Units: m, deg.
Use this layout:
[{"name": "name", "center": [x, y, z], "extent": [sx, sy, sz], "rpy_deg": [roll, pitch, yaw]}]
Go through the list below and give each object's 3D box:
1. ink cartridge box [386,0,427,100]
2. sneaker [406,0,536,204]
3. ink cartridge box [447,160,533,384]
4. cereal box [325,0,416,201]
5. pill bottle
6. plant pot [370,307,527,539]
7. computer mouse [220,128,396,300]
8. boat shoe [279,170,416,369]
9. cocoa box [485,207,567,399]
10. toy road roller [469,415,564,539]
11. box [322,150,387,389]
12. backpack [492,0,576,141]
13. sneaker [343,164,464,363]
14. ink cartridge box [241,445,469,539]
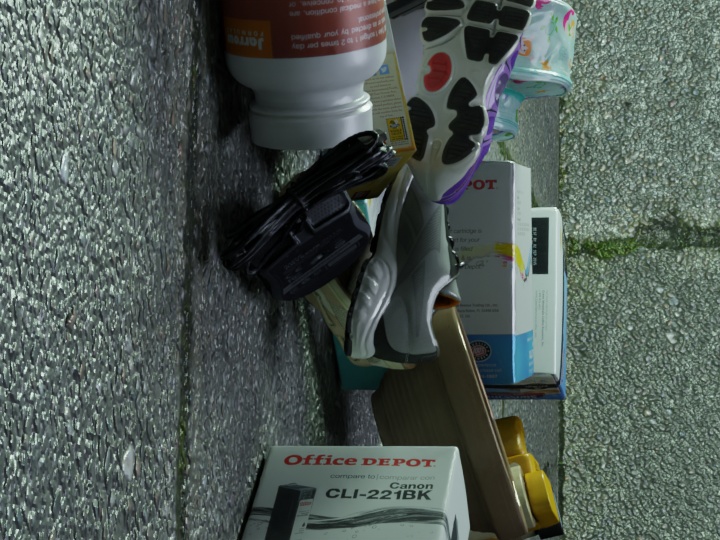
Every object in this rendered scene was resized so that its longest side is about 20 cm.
[{"name": "ink cartridge box", "center": [0.018, -0.251, 1.634], "extent": [0.145, 0.084, 0.200], "rpy_deg": [-126, -156, -53]}, {"name": "sneaker", "center": [0.076, -0.141, 1.564], "extent": [0.083, 0.080, 0.200], "rpy_deg": [79, 30, -63]}, {"name": "ink cartridge box", "center": [0.080, 0.001, 1.914], "extent": [0.146, 0.146, 0.200], "rpy_deg": [-2, 92, -78]}, {"name": "cereal box", "center": [-0.008, -0.163, 1.533], "extent": [0.144, 0.039, 0.200], "rpy_deg": [134, -53, -75]}, {"name": "pill bottle", "center": [-0.040, -0.187, 1.399], "extent": [0.112, 0.112, 0.200], "rpy_deg": [-57, 145, -70]}, {"name": "plant pot", "center": [0.066, 0.135, 1.728], "extent": [0.201, 0.093, 0.201], "rpy_deg": [-17, 90, -86]}, {"name": "computer mouse", "center": [-0.040, -0.036, 1.441], "extent": [0.053, 0.138, 0.200], "rpy_deg": [53, -7, 13]}, {"name": "boat shoe", "center": [-0.020, 0.006, 1.624], "extent": [0.200, 0.065, 0.072], "rpy_deg": [56, 40, -37]}, {"name": "cocoa box", "center": [0.170, 0.041, 2.407], "extent": [0.131, 0.133, 0.200], "rpy_deg": [57, 34, -71]}, {"name": "toy road roller", "center": [0.151, 0.236, 2.358], "extent": [0.200, 0.123, 0.146], "rpy_deg": [52, 24, -73]}, {"name": "box", "center": [0.000, 0.000, 1.753], "extent": [0.082, 0.049, 0.200], "rpy_deg": [-76, 162, -51]}, {"name": "backpack", "center": [0.092, -0.191, 1.845], "extent": [0.178, 0.200, 0.151], "rpy_deg": [20, 70, -79]}, {"name": "sneaker", "center": [0.044, -0.015, 1.574], "extent": [0.074, 0.079, 0.200], "rpy_deg": [100, 5, -63]}, {"name": "ink cartridge box", "center": [-0.008, 0.213, 1.453], "extent": [0.200, 0.144, 0.084], "rpy_deg": [-74, 160, -56]}]
